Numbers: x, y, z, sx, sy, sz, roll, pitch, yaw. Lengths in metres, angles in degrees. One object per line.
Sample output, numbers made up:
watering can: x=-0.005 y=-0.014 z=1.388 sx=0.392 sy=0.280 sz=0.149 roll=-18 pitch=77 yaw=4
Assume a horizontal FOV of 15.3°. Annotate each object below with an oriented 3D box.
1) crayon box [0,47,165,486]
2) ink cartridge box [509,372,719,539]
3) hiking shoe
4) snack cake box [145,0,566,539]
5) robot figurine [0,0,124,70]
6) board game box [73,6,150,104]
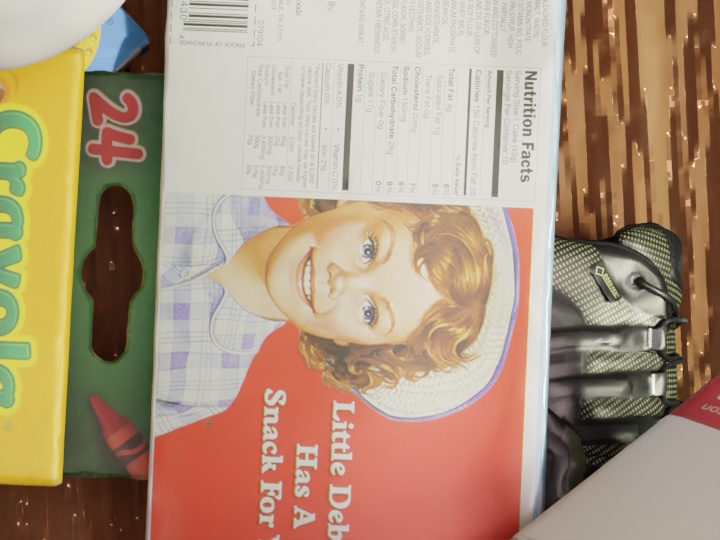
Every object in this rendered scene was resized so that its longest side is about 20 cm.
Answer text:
crayon box: x=-0.150 y=-0.005 z=0.761 sx=0.200 sy=0.051 sz=0.127 roll=2 pitch=88 yaw=-12
ink cartridge box: x=0.083 y=0.134 z=0.737 sx=0.200 sy=0.083 sz=0.147 roll=-33 pitch=132 yaw=-34
hiking shoe: x=0.077 y=0.036 z=0.849 sx=0.101 sy=0.076 sz=0.200 roll=-42 pitch=96 yaw=-5
snack cake box: x=0.000 y=0.000 z=0.784 sx=0.115 sy=0.067 sz=0.200 roll=3 pitch=89 yaw=3
robot figurine: x=-0.134 y=-0.120 z=0.719 sx=0.200 sy=0.170 sz=0.113 roll=17 pitch=130 yaw=10
board game box: x=-0.202 y=-0.073 z=0.806 sx=0.196 sy=0.056 sz=0.200 roll=-45 pitch=97 yaw=-8
